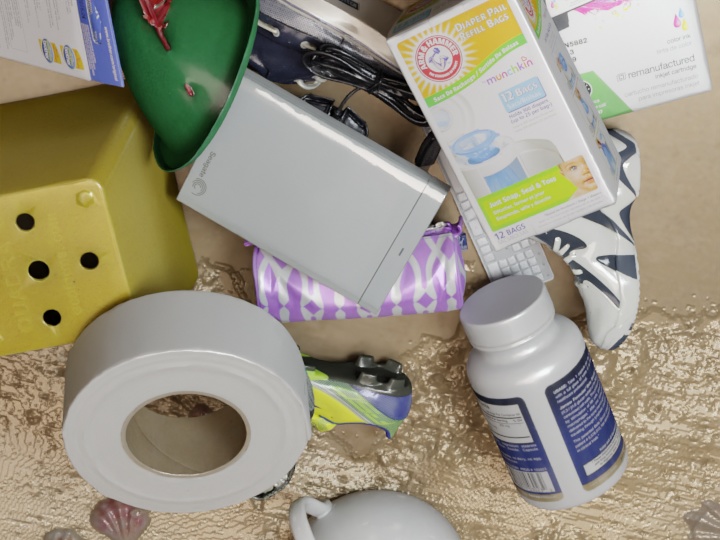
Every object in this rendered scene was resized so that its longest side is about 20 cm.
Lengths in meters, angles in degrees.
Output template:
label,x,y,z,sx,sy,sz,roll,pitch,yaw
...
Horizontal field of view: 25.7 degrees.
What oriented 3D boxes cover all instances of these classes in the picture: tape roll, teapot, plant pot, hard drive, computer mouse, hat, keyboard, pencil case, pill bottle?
label,x,y,z,sx,sy,sz,roll,pitch,yaw
tape roll,-0.143,0.111,1.299,0.202,0.071,0.203,-4,132,-4
teapot,0.016,0.313,1.499,0.199,0.146,0.198,9,110,-5
plant pot,-0.259,-0.031,1.343,0.199,0.176,0.201,-11,111,1
hard drive,-0.042,-0.066,1.337,0.200,0.027,0.132,30,116,0
computer mouse,-0.008,-0.107,1.371,0.140,0.046,0.200,21,131,-7
hat,-0.193,-0.202,1.268,0.176,0.166,0.201,22,73,-27
keyboard,0.114,-0.068,1.429,0.056,0.011,0.200,-23,110,7
pencil case,0.000,0.000,1.411,0.199,0.084,0.086,-6,126,0
pill bottle,0.163,0.108,1.439,0.111,0.111,0.200,-21,114,6

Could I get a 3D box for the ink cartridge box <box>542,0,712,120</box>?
label,x,y,z,sx,sy,sz,roll,pitch,yaw
ink cartridge box,0.201,-0.236,1.329,0.144,0.084,0.201,-15,111,4

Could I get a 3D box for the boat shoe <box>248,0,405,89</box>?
label,x,y,z,sx,sy,sz,roll,pitch,yaw
boat shoe,-0.020,-0.189,1.356,0.200,0.075,0.093,30,122,-12

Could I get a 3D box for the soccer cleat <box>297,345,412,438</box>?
label,x,y,z,sx,sy,sz,roll,pitch,yaw
soccer cleat,-0.051,0.114,1.465,0.199,0.065,0.084,11,115,-6

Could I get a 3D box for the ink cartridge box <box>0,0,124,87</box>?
label,x,y,z,sx,sy,sz,roll,pitch,yaw
ink cartridge box,-0.267,-0.225,1.275,0.200,0.042,0.120,19,131,30

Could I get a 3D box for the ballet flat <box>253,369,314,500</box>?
label,x,y,z,sx,sy,sz,roll,pitch,yaw
ballet flat,-0.081,0.149,1.426,0.072,0.072,0.201,6,142,-4

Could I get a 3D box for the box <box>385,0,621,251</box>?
label,x,y,z,sx,sy,sz,roll,pitch,yaw
box,0.118,-0.137,1.275,0.112,0.101,0.200,-22,108,20

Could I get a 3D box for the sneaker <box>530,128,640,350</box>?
label,x,y,z,sx,sy,sz,roll,pitch,yaw
sneaker,0.178,-0.025,1.407,0.129,0.080,0.200,-2,111,-5
